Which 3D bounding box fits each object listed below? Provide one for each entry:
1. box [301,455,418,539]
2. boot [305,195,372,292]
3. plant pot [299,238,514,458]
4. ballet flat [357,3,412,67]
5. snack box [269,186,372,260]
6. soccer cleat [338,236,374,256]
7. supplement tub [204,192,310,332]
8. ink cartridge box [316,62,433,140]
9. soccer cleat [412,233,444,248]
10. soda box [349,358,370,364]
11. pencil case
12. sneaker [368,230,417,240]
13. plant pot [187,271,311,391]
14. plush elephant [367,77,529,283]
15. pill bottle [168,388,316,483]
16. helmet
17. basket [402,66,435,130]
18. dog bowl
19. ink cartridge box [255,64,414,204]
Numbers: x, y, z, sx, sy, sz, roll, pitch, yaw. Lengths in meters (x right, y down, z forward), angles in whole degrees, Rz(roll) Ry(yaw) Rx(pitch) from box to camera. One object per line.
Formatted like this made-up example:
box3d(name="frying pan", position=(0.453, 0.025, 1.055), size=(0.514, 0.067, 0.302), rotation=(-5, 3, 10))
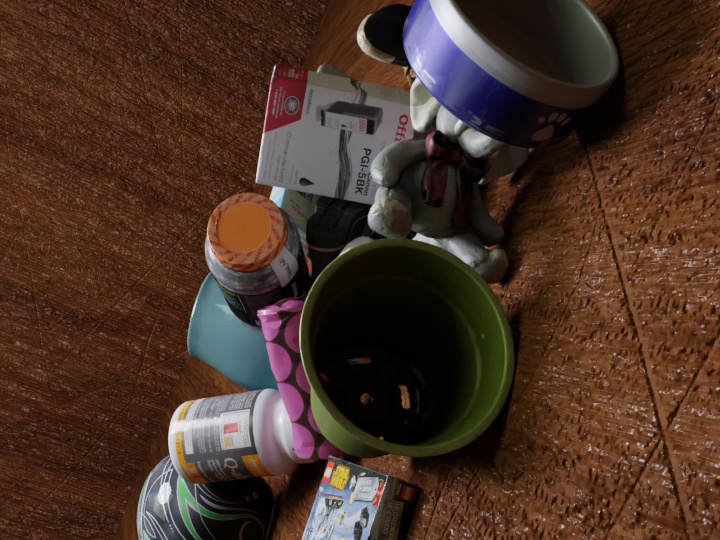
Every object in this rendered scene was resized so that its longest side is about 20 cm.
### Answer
box3d(name="box", position=(-0.011, 0.281, 0.909), size=(0.200, 0.039, 0.139), rotation=(-17, 53, 70))
box3d(name="boot", position=(-0.035, -0.022, 1.158), size=(0.200, 0.076, 0.141), rotation=(-48, -33, -61))
box3d(name="plant pot", position=(0.023, 0.101, 0.825), size=(0.190, 0.197, 0.203), rotation=(119, 168, -62))
box3d(name="ballet flat", position=(0.059, -0.237, 0.876), size=(0.056, 0.067, 0.199), rotation=(-24, -1, 40))
box3d(name="snack box", position=(-0.050, -0.063, 1.234), size=(0.037, 0.200, 0.117), rotation=(-23, 39, 34))
box3d(name="soccer cleat", position=(0.000, 0.000, 0.996), size=(0.201, 0.068, 0.086), rotation=(-61, -5, -58))
box3d(name="supplement tub", position=(-0.131, -0.009, 1.092), size=(0.201, 0.121, 0.124), rotation=(82, -157, -66))
box3d(name="ink cartridge box", position=(-0.008, -0.187, 1.245), size=(0.146, 0.198, 0.088), rotation=(-51, 14, 43))
box3d(name="soccer cleat", position=(0.095, -0.033, 0.971), size=(0.201, 0.077, 0.070), rotation=(-55, -25, -19))
box3d(name="soda box", position=(-0.005, 0.102, 1.098), size=(0.200, 0.063, 0.069), rotation=(-27, 42, 66))
box3d(name="pencil case", position=(-0.066, 0.131, 1.047), size=(0.094, 0.089, 0.203), rotation=(-33, -68, -67))
box3d(name="sneaker", position=(0.048, -0.055, 1.128), size=(0.200, 0.075, 0.088), rotation=(-45, 21, 54))
box3d(name="plant pot", position=(-0.151, 0.088, 1.260), size=(0.200, 0.185, 0.203), rotation=(14, -90, -86))
box3d(name="plush elephant", position=(0.097, -0.110, 0.864), size=(0.156, 0.163, 0.201), rotation=(-56, 21, 20))
box3d(name="pill bottle", position=(-0.155, 0.227, 1.167), size=(0.197, 0.117, 0.118), rotation=(-11, 44, 20))
box3d(name="helmet", position=(-0.242, 0.371, 1.269), size=(0.201, 0.188, 0.201), rotation=(-57, 19, 32))
box3d(name="basket", position=(0.104, -0.242, 1.070), size=(0.151, 0.141, 0.200), rotation=(-62, 16, 14))
box3d(name="dog bowl", position=(0.141, -0.215, 0.801), size=(0.079, 0.198, 0.202), rotation=(-54, 20, 44))
box3d(name="ink cartridge box", position=(-0.031, -0.178, 1.128), size=(0.083, 0.196, 0.149), rotation=(-97, 17, -68))
